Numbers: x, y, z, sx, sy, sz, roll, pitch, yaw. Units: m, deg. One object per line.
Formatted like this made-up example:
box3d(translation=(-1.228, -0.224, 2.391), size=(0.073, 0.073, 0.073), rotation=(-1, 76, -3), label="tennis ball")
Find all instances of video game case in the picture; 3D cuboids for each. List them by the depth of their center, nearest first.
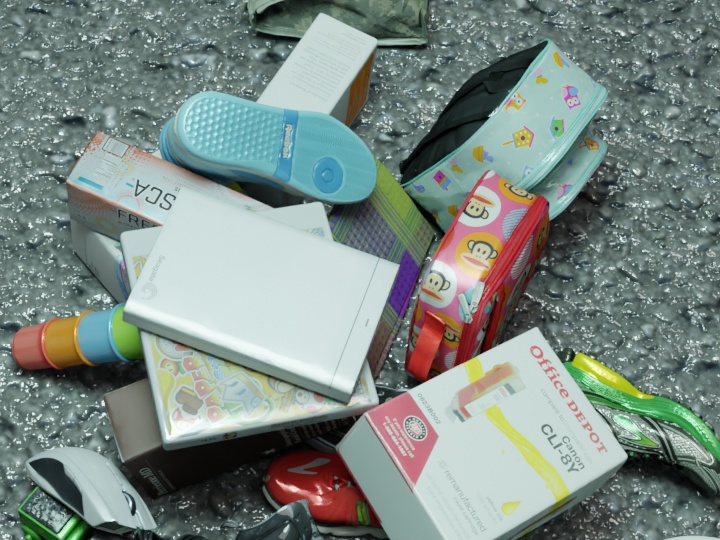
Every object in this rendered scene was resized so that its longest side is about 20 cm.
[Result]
box3d(translation=(-0.096, 0.042, 1.349), size=(0.181, 0.023, 0.201), rotation=(-9, 63, -13), label="video game case")

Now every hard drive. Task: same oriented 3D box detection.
box3d(translation=(-0.081, 0.018, 1.338), size=(0.199, 0.027, 0.132), rotation=(20, 59, 4), label="hard drive")

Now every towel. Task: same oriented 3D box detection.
box3d(translation=(0.000, 0.000, 1.510), size=(0.023, 0.144, 0.201), rotation=(-3, 51, 38), label="towel")

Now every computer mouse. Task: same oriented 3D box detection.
box3d(translation=(-0.209, 0.194, 1.358), size=(0.200, 0.110, 0.044), rotation=(30, 95, 34), label="computer mouse")

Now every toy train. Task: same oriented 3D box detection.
box3d(translation=(-0.209, 0.251, 1.365), size=(0.199, 0.056, 0.042), rotation=(31, 60, 12), label="toy train")

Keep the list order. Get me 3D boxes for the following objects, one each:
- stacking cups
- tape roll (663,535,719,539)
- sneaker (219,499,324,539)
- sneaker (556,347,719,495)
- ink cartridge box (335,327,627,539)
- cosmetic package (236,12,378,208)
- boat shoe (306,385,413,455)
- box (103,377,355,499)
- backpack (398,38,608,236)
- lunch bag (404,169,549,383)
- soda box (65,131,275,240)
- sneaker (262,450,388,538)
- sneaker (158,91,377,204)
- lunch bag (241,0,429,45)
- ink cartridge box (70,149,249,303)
box3d(translation=(-0.224, 0.054, 1.428), size=(0.199, 0.061, 0.061), rotation=(-7, 53, 27), label="stacking cups")
box3d(translation=(0.271, 0.338, 1.323), size=(0.202, 0.139, 0.204), rotation=(3, 59, -5), label="tape roll")
box3d(translation=(-0.026, 0.251, 1.360), size=(0.199, 0.075, 0.114), rotation=(-2, 79, -4), label="sneaker")
box3d(translation=(0.250, 0.156, 1.478), size=(0.199, 0.078, 0.085), rotation=(27, 66, 20), label="sneaker")
box3d(translation=(0.104, 0.156, 1.362), size=(0.199, 0.083, 0.145), rotation=(-24, 71, -32), label="ink cartridge box")
box3d(translation=(-0.061, -0.148, 1.601), size=(0.071, 0.102, 0.200), rotation=(27, 60, 9), label="cosmetic package")
box3d(translation=(0.041, 0.139, 1.452), size=(0.199, 0.068, 0.072), rotation=(11, 70, -2), label="boat shoe")
box3d(translation=(-0.112, 0.120, 1.402), size=(0.199, 0.100, 0.075), rotation=(-20, 61, 0), label="box")
box3d(translation=(0.149, -0.123, 1.554), size=(0.153, 0.200, 0.176), rotation=(41, 59, -1), label="backpack")
box3d(translation=(0.096, 0.025, 1.457), size=(0.082, 0.200, 0.176), rotation=(28, 62, 12), label="lunch bag")
box3d(translation=(-0.164, -0.048, 1.445), size=(0.199, 0.068, 0.064), rotation=(24, 62, 7), label="soda box")
box3d(translation=(0.014, 0.192, 1.411), size=(0.199, 0.085, 0.077), rotation=(13, 56, 0), label="sneaker")
box3d(translation=(-0.092, -0.107, 1.473), size=(0.199, 0.130, 0.080), rotation=(19, 78, -23), label="sneaker")
box3d(translation=(-0.027, -0.335, 1.713), size=(0.199, 0.118, 0.165), rotation=(-1, 59, -1), label="lunch bag")
box3d(translation=(-0.160, -0.012, 1.514), size=(0.145, 0.084, 0.200), rotation=(-35, 69, -23), label="ink cartridge box")
